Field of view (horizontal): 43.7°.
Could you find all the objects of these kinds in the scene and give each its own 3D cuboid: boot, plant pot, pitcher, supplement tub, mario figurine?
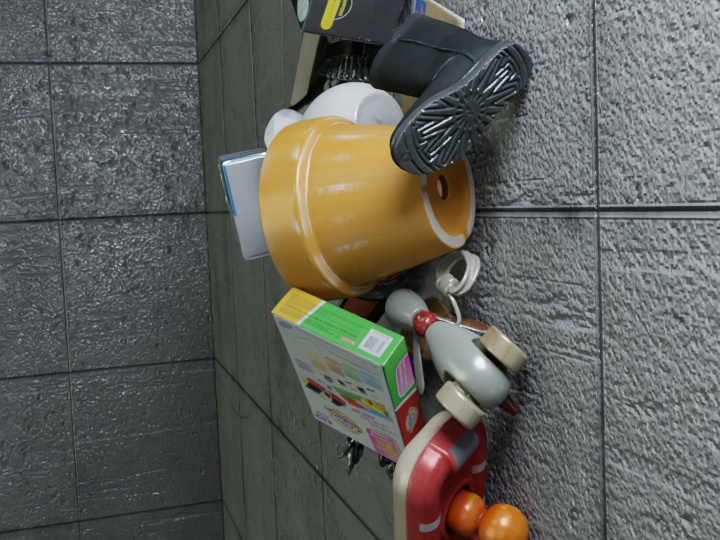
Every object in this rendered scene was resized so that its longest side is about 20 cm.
[{"bbox_3d":[-0.045,-0.281,1.290,0.208,0.078,0.162,-7,88,44],"label":"boot"},{"bbox_3d":[0.056,-0.183,0.902,0.200,0.164,0.066,41,166,53],"label":"boot"},{"bbox_3d":[0.019,-0.075,0.974,0.180,0.199,0.205,-7,87,32],"label":"plant pot"},{"bbox_3d":[-0.016,-0.156,1.180,0.198,0.172,0.122,-5,46,55],"label":"pitcher"},{"bbox_3d":[0.000,0.000,1.199,0.200,0.120,0.125,124,139,-62],"label":"supplement tub"},{"bbox_3d":[0.036,0.102,1.109,0.201,0.121,0.108,-55,50,55],"label":"mario figurine"}]

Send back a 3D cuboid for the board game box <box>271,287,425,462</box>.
[{"bbox_3d":[-0.007,0.123,0.991,0.151,0.040,0.202,23,147,31],"label":"board game box"}]

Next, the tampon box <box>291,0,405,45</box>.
[{"bbox_3d":[-0.019,-0.411,1.137,0.202,0.124,0.151,-109,31,-41],"label":"tampon box"}]

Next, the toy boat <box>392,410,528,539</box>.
[{"bbox_3d":[0.112,0.253,0.922,0.129,0.130,0.204,18,128,32],"label":"toy boat"}]

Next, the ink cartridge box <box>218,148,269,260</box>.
[{"bbox_3d":[-0.168,-0.110,1.407,0.200,0.084,0.150,-134,31,-76],"label":"ink cartridge box"}]

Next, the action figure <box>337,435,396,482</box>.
[{"bbox_3d":[0.026,0.227,1.174,0.199,0.117,0.104,31,106,61],"label":"action figure"}]

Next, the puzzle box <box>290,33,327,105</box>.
[{"bbox_3d":[-0.060,-0.362,1.376,0.201,0.025,0.135,110,-178,-55],"label":"puzzle box"}]

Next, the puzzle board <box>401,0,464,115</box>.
[{"bbox_3d":[0.083,-0.211,1.062,0.151,0.017,0.204,-120,32,-58],"label":"puzzle board"}]

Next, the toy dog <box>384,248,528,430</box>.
[{"bbox_3d":[0.105,0.088,0.930,0.096,0.131,0.202,46,-162,-38],"label":"toy dog"}]

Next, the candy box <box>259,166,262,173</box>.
[{"bbox_3d":[-0.062,-0.097,1.194,0.027,0.101,0.200,-62,-11,1],"label":"candy box"}]
